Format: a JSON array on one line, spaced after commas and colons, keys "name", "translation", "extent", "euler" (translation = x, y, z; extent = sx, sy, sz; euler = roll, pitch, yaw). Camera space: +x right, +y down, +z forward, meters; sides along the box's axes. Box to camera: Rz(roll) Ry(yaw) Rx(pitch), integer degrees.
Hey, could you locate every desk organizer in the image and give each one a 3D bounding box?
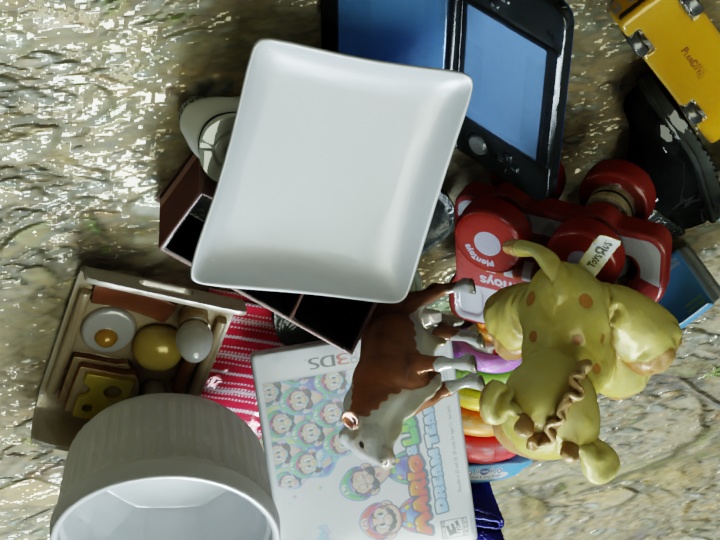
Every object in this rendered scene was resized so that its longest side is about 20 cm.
[{"name": "desk organizer", "translation": [-0.069, -0.017, 1.509], "extent": [0.199, 0.077, 0.072], "euler": [30, 117, -22]}]

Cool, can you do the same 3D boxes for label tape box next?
[{"name": "label tape box", "translation": [0.258, 0.043, 1.695], "extent": [0.143, 0.066, 0.200], "euler": [-37, 172, 13]}]

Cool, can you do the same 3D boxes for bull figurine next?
[{"name": "bull figurine", "translation": [0.042, 0.079, 1.520], "extent": [0.120, 0.201, 0.066], "euler": [-11, 126, 10]}]

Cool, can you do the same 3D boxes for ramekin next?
[{"name": "ramekin", "translation": [-0.170, 0.196, 1.594], "extent": [0.198, 0.106, 0.201], "euler": [-3, 138, -3]}]

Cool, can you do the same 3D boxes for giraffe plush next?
[{"name": "giraffe plush", "translation": [0.164, 0.088, 1.481], "extent": [0.171, 0.163, 0.201], "euler": [14, 151, 11]}]

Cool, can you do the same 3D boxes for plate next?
[{"name": "plate", "translation": [-0.025, -0.077, 1.429], "extent": [0.198, 0.032, 0.202], "euler": [6, 111, -30]}]

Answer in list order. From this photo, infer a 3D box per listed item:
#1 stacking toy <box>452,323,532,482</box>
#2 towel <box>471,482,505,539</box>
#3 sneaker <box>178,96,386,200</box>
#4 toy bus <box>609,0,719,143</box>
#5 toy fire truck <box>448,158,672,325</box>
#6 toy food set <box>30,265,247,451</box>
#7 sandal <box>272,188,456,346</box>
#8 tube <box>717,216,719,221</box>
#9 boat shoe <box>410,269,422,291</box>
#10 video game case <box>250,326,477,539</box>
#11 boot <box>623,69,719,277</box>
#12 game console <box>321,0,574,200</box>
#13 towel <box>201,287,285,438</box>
[{"name": "stacking toy", "translation": [0.117, 0.092, 1.740], "extent": [0.115, 0.110, 0.202], "euler": [-2, 122, -20]}, {"name": "towel", "translation": [0.038, 0.207, 1.737], "extent": [0.198, 0.148, 0.050], "euler": [14, 112, -12]}, {"name": "sneaker", "translation": [-0.050, -0.105, 1.471], "extent": [0.198, 0.080, 0.077], "euler": [11, 108, -30]}, {"name": "toy bus", "translation": [0.273, -0.188, 1.541], "extent": [0.065, 0.079, 0.200], "euler": [-36, 136, 13]}, {"name": "toy fire truck", "translation": [0.171, -0.006, 1.588], "extent": [0.198, 0.112, 0.169], "euler": [14, 133, 20]}, {"name": "toy food set", "translation": [-0.195, 0.089, 1.586], "extent": [0.142, 0.061, 0.201], "euler": [12, 127, -18]}, {"name": "sandal", "translation": [0.000, -0.001, 1.607], "extent": [0.200, 0.048, 0.075], "euler": [-41, 120, 11]}, {"name": "tube", "translation": [0.386, -0.128, 1.644], "extent": [0.201, 0.050, 0.077], "euler": [-58, 153, 15]}, {"name": "boat shoe", "translation": [0.010, 0.079, 1.686], "extent": [0.066, 0.074, 0.201], "euler": [-18, 126, -71]}, {"name": "video game case", "translation": [0.004, 0.158, 1.638], "extent": [0.180, 0.024, 0.202], "euler": [-9, 98, -4]}, {"name": "boot", "translation": [0.238, -0.070, 1.639], "extent": [0.157, 0.080, 0.212], "euler": [-30, 137, 5]}, {"name": "game console", "translation": [0.067, -0.145, 1.465], "extent": [0.118, 0.170, 0.201], "euler": [-35, 144, -30]}, {"name": "towel", "translation": [-0.124, 0.105, 1.684], "extent": [0.143, 0.023, 0.201], "euler": [12, 126, -34]}]
